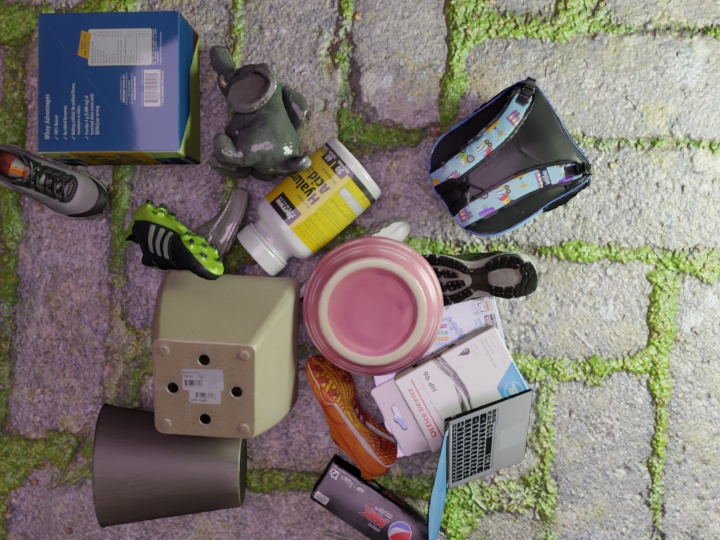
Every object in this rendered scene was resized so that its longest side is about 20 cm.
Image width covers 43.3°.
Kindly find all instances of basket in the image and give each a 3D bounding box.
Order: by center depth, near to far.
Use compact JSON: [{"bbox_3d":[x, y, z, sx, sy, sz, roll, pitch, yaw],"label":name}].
[{"bbox_3d":[-0.267,0.279,1.300,0.199,0.136,0.181,0,102,-1],"label":"basket"}]

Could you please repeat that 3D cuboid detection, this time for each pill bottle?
[{"bbox_3d":[-0.077,-0.086,1.306,0.200,0.111,0.111,-42,87,1],"label":"pill bottle"}]

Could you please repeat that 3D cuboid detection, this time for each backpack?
[{"bbox_3d":[0.199,-0.143,1.283,0.200,0.135,0.183,-34,88,1],"label":"backpack"}]

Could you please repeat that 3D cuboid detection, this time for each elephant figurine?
[{"bbox_3d":[-0.147,-0.238,1.303,0.155,0.141,0.201,8,81,-12],"label":"elephant figurine"}]

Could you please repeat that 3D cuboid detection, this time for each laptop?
[{"bbox_3d":[0.160,0.284,1.220,0.200,0.188,0.116,-18,50,-10],"label":"laptop"}]

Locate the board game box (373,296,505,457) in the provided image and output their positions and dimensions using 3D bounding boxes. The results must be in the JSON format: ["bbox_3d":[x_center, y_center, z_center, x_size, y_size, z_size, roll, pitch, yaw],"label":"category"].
[{"bbox_3d":[0.120,0.153,1.326,0.198,0.043,0.201,-13,89,2],"label":"board game box"}]

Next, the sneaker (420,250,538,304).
[{"bbox_3d":[0.168,0.002,1.318,0.199,0.089,0.077,2,106,26],"label":"sneaker"}]

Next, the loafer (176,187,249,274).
[{"bbox_3d":[-0.227,-0.037,1.333,0.070,0.070,0.200,28,91,-6],"label":"loafer"}]

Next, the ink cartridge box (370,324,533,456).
[{"bbox_3d":[0.124,0.173,1.270,0.200,0.068,0.116,-29,89,3],"label":"ink cartridge box"}]

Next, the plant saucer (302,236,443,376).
[{"bbox_3d":[0.017,0.054,1.271,0.200,0.051,0.201,0,99,2],"label":"plant saucer"}]

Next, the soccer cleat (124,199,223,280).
[{"bbox_3d":[-0.264,-0.026,1.286,0.200,0.067,0.081,37,102,37],"label":"soccer cleat"}]

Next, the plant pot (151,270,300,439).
[{"bbox_3d":[-0.195,0.128,1.247,0.199,0.177,0.201,4,109,3],"label":"plant pot"}]

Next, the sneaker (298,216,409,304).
[{"bbox_3d":[0.000,0.000,1.327,0.200,0.076,0.081,-39,95,9],"label":"sneaker"}]

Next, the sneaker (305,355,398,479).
[{"bbox_3d":[-0.028,0.214,1.315,0.077,0.073,0.200,-46,68,37],"label":"sneaker"}]

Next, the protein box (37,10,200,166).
[{"bbox_3d":[-0.344,-0.257,1.309,0.199,0.135,0.199,0,89,2],"label":"protein box"}]

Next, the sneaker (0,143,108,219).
[{"bbox_3d":[-0.470,-0.131,1.341,0.200,0.079,0.074,22,88,1],"label":"sneaker"}]

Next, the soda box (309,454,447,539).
[{"bbox_3d":[0.026,0.351,1.312,0.200,0.071,0.063,34,89,2],"label":"soda box"}]
